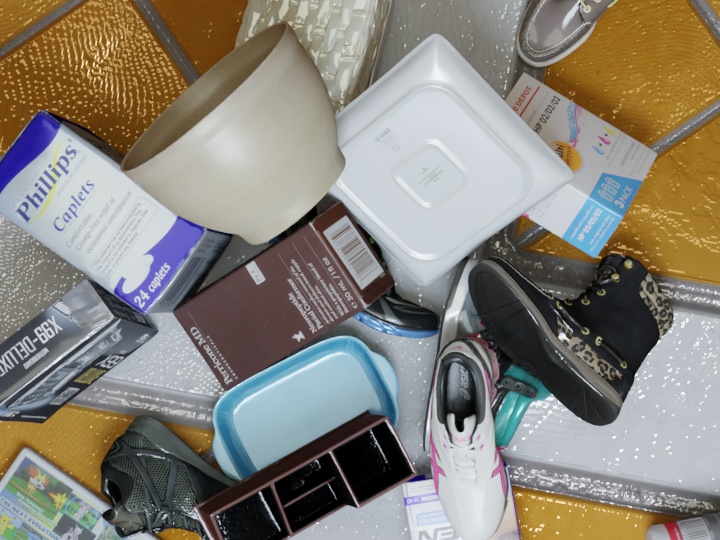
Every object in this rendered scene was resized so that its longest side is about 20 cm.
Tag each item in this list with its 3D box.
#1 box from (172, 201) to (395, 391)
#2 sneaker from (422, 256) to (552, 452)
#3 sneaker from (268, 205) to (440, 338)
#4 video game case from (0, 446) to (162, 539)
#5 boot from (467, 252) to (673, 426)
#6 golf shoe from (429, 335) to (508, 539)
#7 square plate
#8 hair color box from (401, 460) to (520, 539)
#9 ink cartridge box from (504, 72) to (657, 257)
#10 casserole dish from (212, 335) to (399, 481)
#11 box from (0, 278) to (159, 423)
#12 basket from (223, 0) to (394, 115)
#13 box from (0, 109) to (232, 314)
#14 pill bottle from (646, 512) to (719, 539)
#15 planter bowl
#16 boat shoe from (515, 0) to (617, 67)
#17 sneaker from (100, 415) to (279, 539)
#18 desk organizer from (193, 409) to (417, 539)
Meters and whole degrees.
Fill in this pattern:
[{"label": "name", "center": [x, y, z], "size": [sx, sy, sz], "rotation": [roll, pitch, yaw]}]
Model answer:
[{"label": "box", "center": [-0.077, 0.026, 1.577], "size": [0.200, 0.075, 0.100], "rotation": [-32, 93, 34]}, {"label": "sneaker", "center": [0.136, 0.092, 1.607], "size": [0.121, 0.084, 0.200], "rotation": [10, 94, 7]}, {"label": "sneaker", "center": [0.000, 0.000, 1.624], "size": [0.200, 0.071, 0.083], "rotation": [38, 96, 7]}, {"label": "video game case", "center": [-0.313, 0.311, 1.649], "size": [0.200, 0.022, 0.182], "rotation": [34, 89, 4]}, {"label": "boot", "center": [0.210, 0.035, 1.579], "size": [0.200, 0.073, 0.151], "rotation": [45, 56, -1]}, {"label": "golf shoe", "center": [0.095, 0.164, 1.536], "size": [0.073, 0.092, 0.200], "rotation": [-5, 93, 16]}, {"label": "square plate", "center": [0.065, -0.095, 1.531], "size": [0.200, 0.028, 0.198], "rotation": [-37, 111, 26]}, {"label": "hair color box", "center": [0.110, 0.299, 1.610], "size": [0.109, 0.065, 0.200], "rotation": [-10, 88, 2]}, {"label": "ink cartridge box", "center": [0.178, -0.116, 1.597], "size": [0.200, 0.068, 0.115], "rotation": [31, 47, 3]}, {"label": "casserole dish", "center": [-0.055, 0.147, 1.637], "size": [0.200, 0.039, 0.121], "rotation": [-28, 86, 0]}, {"label": "box", "center": [-0.290, 0.082, 1.570], "size": [0.158, 0.200, 0.050], "rotation": [-37, 82, 0]}, {"label": "basket", "center": [-0.054, -0.209, 1.611], "size": [0.136, 0.123, 0.200], "rotation": [14, 89, 4]}, {"label": "box", "center": [-0.243, -0.054, 1.581], "size": [0.200, 0.184, 0.105], "rotation": [35, 91, 3]}, {"label": "pill bottle", "center": [0.387, 0.286, 1.574], "size": [0.200, 0.111, 0.111], "rotation": [-11, 87, 2]}, {"label": "planter bowl", "center": [-0.098, -0.110, 1.464], "size": [0.200, 0.200, 0.135], "rotation": [-42, 106, 0]}, {"label": "boat shoe", "center": [0.232, -0.291, 1.634], "size": [0.072, 0.060, 0.200], "rotation": [44, 90, 3]}, {"label": "sneaker", "center": [-0.178, 0.242, 1.599], "size": [0.199, 0.076, 0.114], "rotation": [37, 55, 6]}, {"label": "desk organizer", "center": [-0.052, 0.213, 1.552], "size": [0.200, 0.077, 0.072], "rotation": [-28, 94, -15]}]
